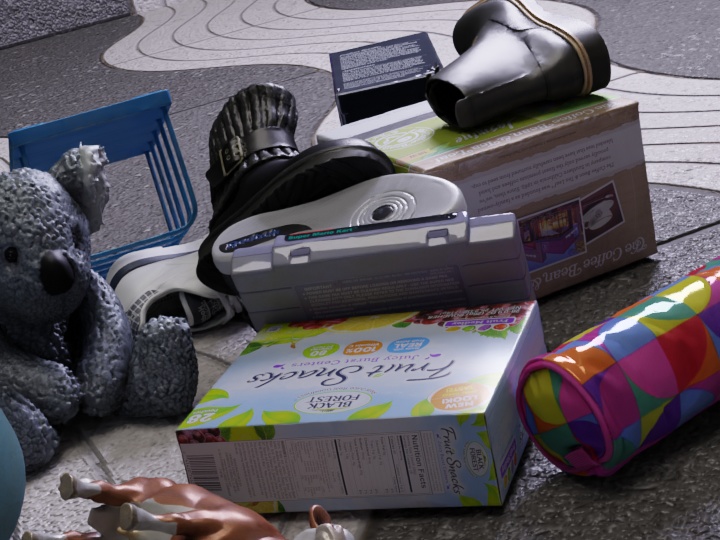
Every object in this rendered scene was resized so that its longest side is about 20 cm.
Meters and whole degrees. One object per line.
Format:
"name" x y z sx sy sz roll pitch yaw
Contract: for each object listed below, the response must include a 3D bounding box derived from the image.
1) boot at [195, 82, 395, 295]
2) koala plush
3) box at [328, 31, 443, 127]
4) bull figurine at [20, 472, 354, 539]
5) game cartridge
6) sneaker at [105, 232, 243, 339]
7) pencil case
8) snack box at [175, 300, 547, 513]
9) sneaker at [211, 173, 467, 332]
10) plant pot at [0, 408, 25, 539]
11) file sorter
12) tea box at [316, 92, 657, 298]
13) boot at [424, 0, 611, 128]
"boot" -0.055 -0.088 1.194 0.211 0.079 0.158 -28 42 36
"koala plush" -0.239 0.015 1.104 0.177 0.201 0.184 -21 21 -23
"box" 0.036 -0.131 1.434 0.104 0.149 0.200 -12 18 1
"bull figurine" -0.093 0.150 0.820 0.121 0.065 0.200 15 -10 -39
"game cartridge" 0.021 0.019 1.052 0.199 0.130 0.038 -7 42 12
"sneaker" -0.111 0.009 1.264 0.199 0.077 0.081 -22 33 -15
"pencil case" 0.191 0.055 0.918 0.199 0.089 0.088 -24 22 -28
"snack box" 0.008 0.086 0.959 0.199 0.068 0.169 -6 20 21
"sneaker" 0.000 0.000 1.108 0.199 0.112 0.073 -10 36 25
"plant pot" -0.280 0.124 0.890 0.200 0.201 0.135 7 -8 42
"file sorter" -0.228 -0.064 1.341 0.138 0.123 0.200 -18 -4 -14
"tea box" 0.100 -0.062 1.220 0.199 0.134 0.197 -20 21 -23
"boot" 0.091 -0.170 1.222 0.138 0.078 0.200 -22 20 -19
